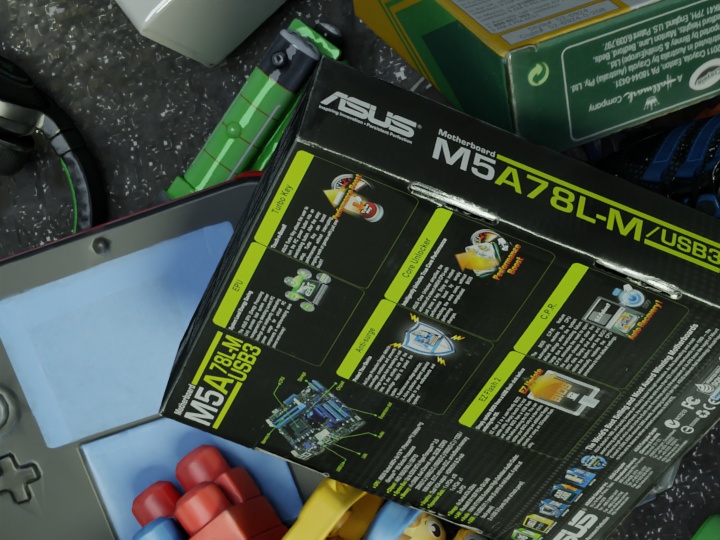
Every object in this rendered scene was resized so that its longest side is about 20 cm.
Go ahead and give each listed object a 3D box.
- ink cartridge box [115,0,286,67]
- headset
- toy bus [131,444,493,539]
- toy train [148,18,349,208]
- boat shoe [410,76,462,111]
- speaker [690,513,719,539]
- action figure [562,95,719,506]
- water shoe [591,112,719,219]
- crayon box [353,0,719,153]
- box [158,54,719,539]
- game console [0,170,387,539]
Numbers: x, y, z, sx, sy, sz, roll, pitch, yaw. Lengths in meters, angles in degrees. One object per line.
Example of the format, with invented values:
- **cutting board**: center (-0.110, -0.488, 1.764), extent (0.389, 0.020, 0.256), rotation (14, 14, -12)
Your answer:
- **ink cartridge box**: center (-0.087, -0.220, 0.963), extent (0.145, 0.084, 0.201), rotation (-41, 71, 13)
- **headset**: center (-0.211, -0.058, 1.003), extent (0.123, 0.094, 0.201), rotation (-37, 90, 13)
- **toy bus**: center (-0.012, 0.151, 0.909), extent (0.199, 0.136, 0.193), rotation (-35, 80, 13)
- **toy train**: center (-0.072, -0.032, 0.977), extent (0.042, 0.056, 0.201), rotation (36, 100, 16)
- **boat shoe**: center (0.000, 0.000, 0.878), extent (0.071, 0.061, 0.202), rotation (32, 114, -5)
- **speaker**: center (0.212, 0.186, 0.865), extent (0.199, 0.088, 0.089), rotation (33, 99, 16)
- **action figure**: center (0.146, -0.008, 0.883), extent (0.192, 0.104, 0.202), rotation (-2, 99, 39)
- **water shoe**: center (0.143, -0.033, 0.783), extent (0.199, 0.079, 0.072), rotation (-24, 79, 19)
- **crayon box**: center (0.074, -0.120, 0.845), extent (0.125, 0.200, 0.052), rotation (-20, 123, -14)
- **box**: center (0.038, 0.026, 0.798), extent (0.192, 0.200, 0.048), rotation (23, 53, -6)
- **game console**: center (-0.088, 0.060, 0.952), extent (0.198, 0.031, 0.178), rotation (-18, 102, 7)
